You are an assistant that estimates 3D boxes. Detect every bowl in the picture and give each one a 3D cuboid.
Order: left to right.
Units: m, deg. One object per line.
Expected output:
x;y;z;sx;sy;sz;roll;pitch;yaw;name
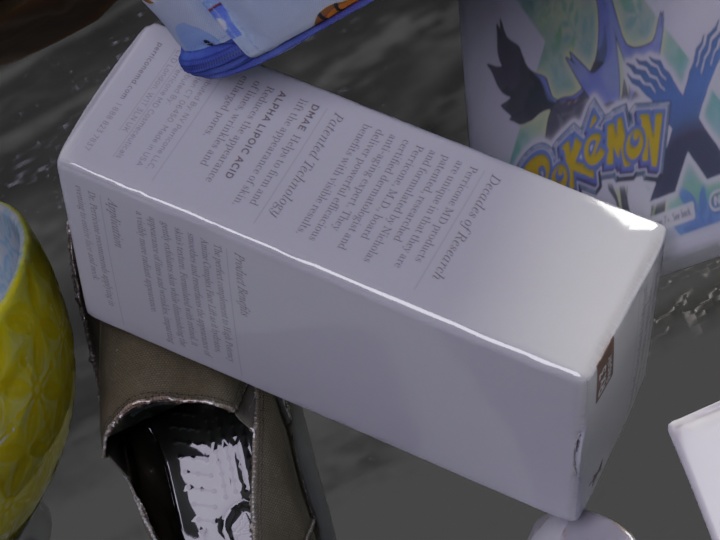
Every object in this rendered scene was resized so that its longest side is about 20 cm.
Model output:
-0.177;0.076;0.967;0.200;0.200;0.108;-29;116;12;bowl

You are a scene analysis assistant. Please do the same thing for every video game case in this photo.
0.095;-0.089;0.895;0.200;0.022;0.183;-23;68;58;video game case

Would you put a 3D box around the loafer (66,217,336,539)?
-0.061;0.042;0.965;0.075;0.070;0.200;-26;73;13;loafer

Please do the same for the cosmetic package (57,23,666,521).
0.000;0.000;0.895;0.200;0.102;0.074;22;60;14;cosmetic package

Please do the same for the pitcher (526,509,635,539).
0.008;0.178;0.862;0.121;0.200;0.172;-21;80;56;pitcher

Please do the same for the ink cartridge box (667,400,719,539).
0.203;0.097;0.796;0.145;0.200;0.147;-24;74;13;ink cartridge box

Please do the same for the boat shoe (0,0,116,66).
-0.090;-0.146;1.008;0.200;0.070;0.070;-21;76;14;boat shoe

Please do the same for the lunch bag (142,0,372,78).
0.016;-0.153;0.859;0.200;0.160;0.076;-25;111;30;lunch bag
